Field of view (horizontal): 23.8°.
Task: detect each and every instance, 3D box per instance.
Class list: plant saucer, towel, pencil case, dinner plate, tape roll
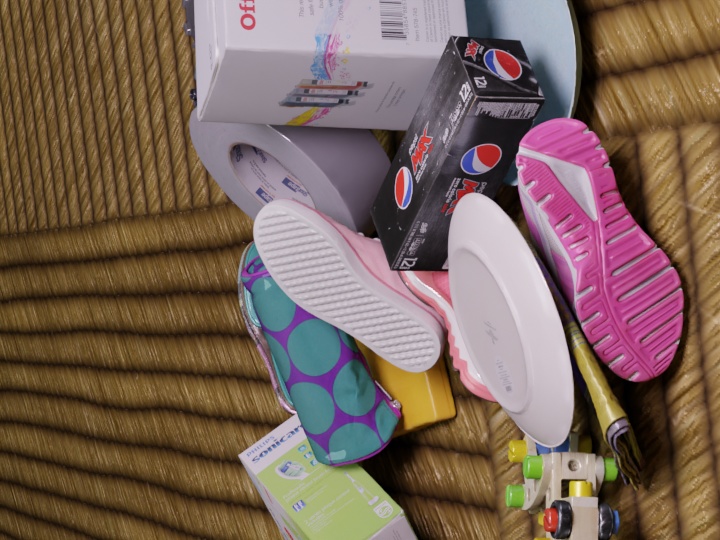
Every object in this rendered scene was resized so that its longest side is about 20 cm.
[{"bbox_3d":[0.125,-0.170,1.349,0.201,0.038,0.203,27,121,57],"label":"plant saucer"},{"bbox_3d":[0.158,0.061,1.278,0.201,0.023,0.144,64,-176,26],"label":"towel"},{"bbox_3d":[-0.034,0.072,1.556,0.085,0.092,0.202,-122,9,-79],"label":"pencil case"},{"bbox_3d":[0.105,0.041,1.287,0.200,0.024,0.202,160,90,-75],"label":"dinner plate"},{"bbox_3d":[-0.062,-0.101,1.573,0.199,0.066,0.201,33,157,16],"label":"tape roll"}]

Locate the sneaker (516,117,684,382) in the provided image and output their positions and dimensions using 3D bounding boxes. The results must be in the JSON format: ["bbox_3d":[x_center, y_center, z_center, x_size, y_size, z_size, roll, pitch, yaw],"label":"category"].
[{"bbox_3d":[0.176,-0.014,1.261,0.088,0.081,0.202,102,146,-87],"label":"sneaker"}]

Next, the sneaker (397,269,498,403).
[{"bbox_3d":[0.099,0.011,1.433,0.087,0.073,0.201,-52,54,34],"label":"sneaker"}]

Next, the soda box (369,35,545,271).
[{"bbox_3d":[0.073,-0.089,1.346,0.201,0.063,0.071,116,146,-44],"label":"soda box"}]

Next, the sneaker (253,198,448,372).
[{"bbox_3d":[0.000,0.000,1.496,0.200,0.105,0.076,38,121,0],"label":"sneaker"}]

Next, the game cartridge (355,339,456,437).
[{"bbox_3d":[0.015,0.072,1.628,0.200,0.032,0.178,-26,74,58],"label":"game cartridge"}]

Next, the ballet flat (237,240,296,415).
[{"bbox_3d":[-0.083,0.067,1.780,0.071,0.068,0.202,101,151,-68],"label":"ballet flat"}]

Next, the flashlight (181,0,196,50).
[{"bbox_3d":[-0.059,-0.230,1.505,0.068,0.198,0.069,-12,86,62],"label":"flashlight"}]

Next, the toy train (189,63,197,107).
[{"bbox_3d":[-0.108,-0.236,1.682,0.085,0.113,0.201,55,141,41],"label":"toy train"}]

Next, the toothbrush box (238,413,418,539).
[{"bbox_3d":[-0.016,0.247,1.614,0.200,0.086,0.146,42,162,51],"label":"toothbrush box"}]

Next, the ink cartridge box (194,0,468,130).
[{"bbox_3d":[-0.030,-0.208,1.375,0.145,0.198,0.147,127,142,-66],"label":"ink cartridge box"}]

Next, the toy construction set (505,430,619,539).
[{"bbox_3d":[0.162,0.221,1.315,0.131,0.091,0.202,134,123,-76],"label":"toy construction set"}]
